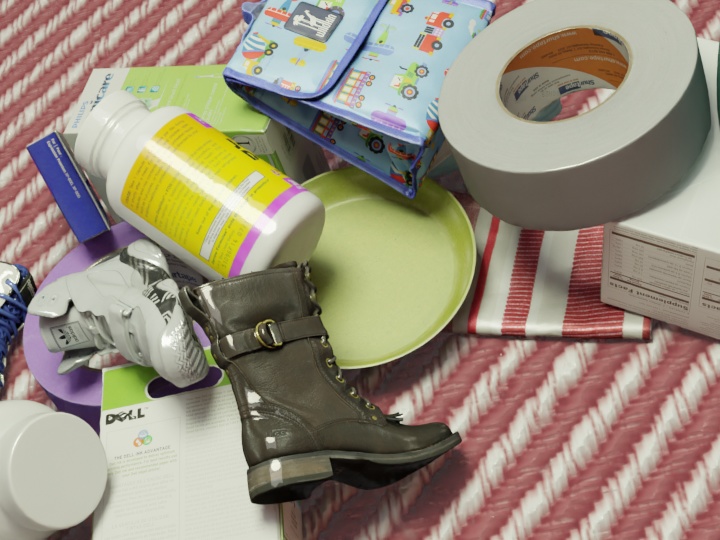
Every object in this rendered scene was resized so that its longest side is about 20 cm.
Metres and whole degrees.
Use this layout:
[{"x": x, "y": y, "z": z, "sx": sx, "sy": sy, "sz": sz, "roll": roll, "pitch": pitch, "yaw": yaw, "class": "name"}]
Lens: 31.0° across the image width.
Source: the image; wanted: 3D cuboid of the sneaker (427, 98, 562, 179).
[{"x": 0.093, "y": -0.110, "z": 1.159, "sx": 0.199, "sy": 0.082, "sz": 0.074, "roll": -31, "pitch": 35, "yaw": 25, "class": "sneaker"}]

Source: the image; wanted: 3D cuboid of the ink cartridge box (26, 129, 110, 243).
[{"x": -0.259, "y": -0.076, "z": 1.162, "sx": 0.037, "sy": 0.096, "sz": 0.200, "roll": -29, "pitch": 10, "yaw": -10, "class": "ink cartridge box"}]

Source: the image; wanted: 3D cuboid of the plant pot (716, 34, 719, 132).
[{"x": 0.325, "y": -0.168, "z": 0.931, "sx": 0.139, "sy": 0.142, "sz": 0.202, "roll": -3, "pitch": 47, "yaw": 7, "class": "plant pot"}]

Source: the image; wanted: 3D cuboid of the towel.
[{"x": 0.148, "y": -0.007, "z": 1.083, "sx": 0.197, "sy": 0.023, "sz": 0.145, "roll": 1, "pitch": 53, "yaw": 20, "class": "towel"}]

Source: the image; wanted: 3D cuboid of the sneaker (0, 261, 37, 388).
[{"x": -0.338, "y": 0.051, "z": 1.162, "sx": 0.114, "sy": 0.081, "sz": 0.200, "roll": -28, "pitch": 47, "yaw": -2, "class": "sneaker"}]

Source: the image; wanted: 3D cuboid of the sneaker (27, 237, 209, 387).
[{"x": -0.189, "y": 0.048, "z": 1.006, "sx": 0.114, "sy": 0.076, "sz": 0.200, "roll": -24, "pitch": 28, "yaw": -8, "class": "sneaker"}]

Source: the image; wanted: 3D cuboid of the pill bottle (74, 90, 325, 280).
[{"x": -0.133, "y": -0.063, "z": 1.050, "sx": 0.199, "sy": 0.105, "sz": 0.105, "roll": 34, "pitch": 66, "yaw": 13, "class": "pill bottle"}]

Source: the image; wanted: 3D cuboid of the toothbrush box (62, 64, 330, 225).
[{"x": -0.144, "y": -0.105, "z": 1.181, "sx": 0.197, "sy": 0.146, "sz": 0.087, "roll": 3, "pitch": 53, "yaw": 20, "class": "toothbrush box"}]

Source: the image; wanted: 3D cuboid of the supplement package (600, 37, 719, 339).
[{"x": 0.292, "y": -0.060, "z": 1.007, "sx": 0.154, "sy": 0.111, "sz": 0.201, "roll": 18, "pitch": 60, "yaw": 21, "class": "supplement package"}]

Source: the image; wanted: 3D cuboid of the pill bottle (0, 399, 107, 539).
[{"x": -0.282, "y": 0.156, "z": 0.992, "sx": 0.199, "sy": 0.109, "sz": 0.110, "roll": -12, "pitch": 43, "yaw": 45, "class": "pill bottle"}]

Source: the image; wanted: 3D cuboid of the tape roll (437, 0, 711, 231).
[{"x": 0.161, "y": -0.126, "z": 0.984, "sx": 0.198, "sy": 0.066, "sz": 0.202, "roll": -14, "pitch": 45, "yaw": 15, "class": "tape roll"}]

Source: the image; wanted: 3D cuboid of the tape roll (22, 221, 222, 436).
[{"x": -0.187, "y": 0.048, "z": 1.123, "sx": 0.197, "sy": 0.066, "sz": 0.202, "roll": -10, "pitch": 49, "yaw": 11, "class": "tape roll"}]

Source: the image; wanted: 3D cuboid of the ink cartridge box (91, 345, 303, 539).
[{"x": -0.122, "y": 0.163, "z": 0.992, "sx": 0.146, "sy": 0.076, "sz": 0.202, "roll": -12, "pitch": 52, "yaw": 8, "class": "ink cartridge box"}]

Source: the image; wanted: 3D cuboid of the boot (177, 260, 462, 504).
[{"x": -0.025, "y": 0.072, "z": 0.960, "sx": 0.198, "sy": 0.069, "sz": 0.176, "roll": -2, "pitch": 66, "yaw": -35, "class": "boot"}]

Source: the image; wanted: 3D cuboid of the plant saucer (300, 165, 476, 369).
[{"x": 0.000, "y": 0.000, "z": 1.085, "sx": 0.197, "sy": 0.031, "sz": 0.202, "roll": -6, "pitch": 57, "yaw": 9, "class": "plant saucer"}]

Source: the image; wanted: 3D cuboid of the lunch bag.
[{"x": -0.009, "y": -0.179, "z": 1.088, "sx": 0.198, "sy": 0.094, "sz": 0.152, "roll": 24, "pitch": 67, "yaw": 8, "class": "lunch bag"}]
